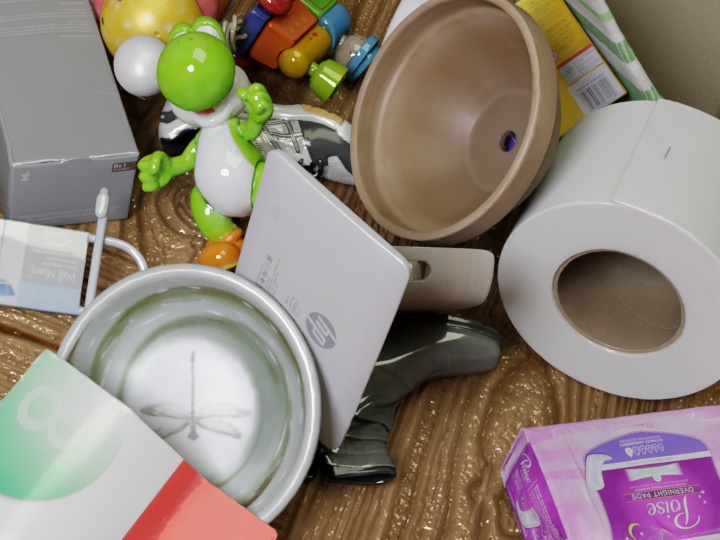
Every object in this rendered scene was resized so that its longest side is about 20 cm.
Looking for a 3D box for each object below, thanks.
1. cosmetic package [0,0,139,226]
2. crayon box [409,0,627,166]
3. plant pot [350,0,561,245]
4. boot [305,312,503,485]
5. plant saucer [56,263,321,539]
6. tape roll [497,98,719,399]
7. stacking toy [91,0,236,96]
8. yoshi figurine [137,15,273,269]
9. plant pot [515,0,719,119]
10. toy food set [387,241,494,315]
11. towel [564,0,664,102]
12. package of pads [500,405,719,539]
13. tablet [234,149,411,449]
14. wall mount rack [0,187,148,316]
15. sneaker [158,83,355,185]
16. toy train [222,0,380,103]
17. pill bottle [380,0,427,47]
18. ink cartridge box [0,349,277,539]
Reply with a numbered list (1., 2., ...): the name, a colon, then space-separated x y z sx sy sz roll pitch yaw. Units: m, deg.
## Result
1. cosmetic package: -0.258 -0.136 1.193 0.106 0.090 0.201 -6 56 -21
2. crayon box: 0.113 -0.141 1.241 0.199 0.058 0.119 -34 86 0
3. plant pot: 0.091 -0.112 1.144 0.092 0.201 0.202 17 41 -42
4. boot: 0.016 0.104 1.098 0.198 0.068 0.131 1 58 -9
5. plant saucer: -0.120 0.097 1.016 0.198 0.050 0.202 -1 86 10
6. tape roll: 0.226 -0.016 1.162 0.202 0.203 0.139 27 48 7
7. stacking toy: -0.174 -0.217 1.225 0.145 0.147 0.201 9 39 -10
8. yoshi figurine: -0.114 -0.102 1.126 0.112 0.112 0.202 -16 89 -31
9. plant pot: 0.275 -0.277 1.412 0.198 0.178 0.201 9 49 -9
10. toy food set: 0.000 0.000 1.099 0.142 0.200 0.061 2 84 -16
11. towel: 0.206 -0.199 1.210 0.023 0.200 0.153 -33 31 6
12. package of pads: 0.216 0.172 1.083 0.198 0.076 0.121 -4 51 -20
13. tablet: -0.038 0.025 0.987 0.130 0.201 0.014 42 49 19
14. wall mount rack: -0.258 0.018 1.074 0.198 0.075 0.175 8 77 -9
15. sneaker: -0.079 -0.101 1.239 0.199 0.076 0.088 21 66 2
16. toy train: -0.062 -0.192 1.289 0.115 0.085 0.200 38 37 -2
17. pill bottle: 0.120 -0.182 1.329 0.199 0.111 0.111 25 48 4
18. ink cartridge box: -0.179 0.173 0.947 0.199 0.050 0.161 33 71 14
